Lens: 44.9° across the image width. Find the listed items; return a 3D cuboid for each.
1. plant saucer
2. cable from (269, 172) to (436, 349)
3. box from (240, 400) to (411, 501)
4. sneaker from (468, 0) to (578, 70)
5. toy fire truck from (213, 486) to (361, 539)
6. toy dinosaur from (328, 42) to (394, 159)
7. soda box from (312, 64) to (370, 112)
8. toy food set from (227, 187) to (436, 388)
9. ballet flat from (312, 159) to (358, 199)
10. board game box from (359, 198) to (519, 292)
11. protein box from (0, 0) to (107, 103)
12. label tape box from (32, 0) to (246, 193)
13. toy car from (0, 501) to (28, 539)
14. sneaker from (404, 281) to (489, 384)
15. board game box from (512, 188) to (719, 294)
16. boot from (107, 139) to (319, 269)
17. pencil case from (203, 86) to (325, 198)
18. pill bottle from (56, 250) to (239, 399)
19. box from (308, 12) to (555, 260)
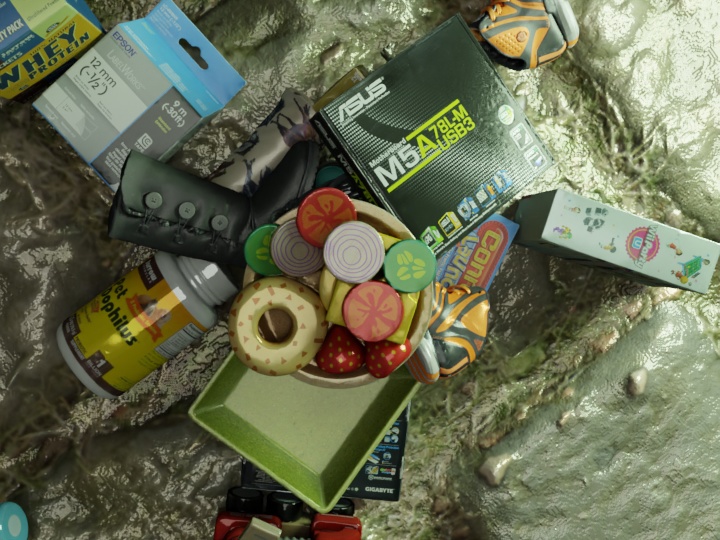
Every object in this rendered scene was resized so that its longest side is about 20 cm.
[{"bbox_3d":[-0.061,0.140,1.009,0.199,0.048,0.201,37,89,-3],"label":"plant saucer"},{"bbox_3d":[0.000,0.000,0.927,0.162,0.051,0.201,-23,91,-14],"label":"cable"},{"bbox_3d":[-0.041,0.192,1.067,0.198,0.046,0.160,6,94,-4],"label":"box"},{"bbox_3d":[0.165,-0.328,1.016,0.112,0.078,0.201,-29,96,-2],"label":"sneaker"},{"bbox_3d":[-0.083,0.315,0.997,0.174,0.200,0.130,7,95,-4],"label":"toy fire truck"},{"bbox_3d":[0.045,-0.194,1.017,0.200,0.077,0.102,-42,75,-13],"label":"toy dinosaur"},{"bbox_3d":[0.037,-0.130,0.971,0.068,0.064,0.200,-38,98,16],"label":"soda box"},{"bbox_3d":[-0.025,0.022,0.864,0.198,0.049,0.199,17,100,-2],"label":"toy food set"},{"bbox_3d":[-0.024,-0.022,0.981,0.067,0.064,0.202,-1,83,7],"label":"ballet flat"},{"bbox_3d":[0.059,-0.011,1.053,0.195,0.056,0.201,26,92,-5],"label":"board game box"},{"bbox_3d":[-0.396,-0.307,0.927,0.135,0.200,0.199,-35,96,0],"label":"protein box"},{"bbox_3d":[-0.253,-0.205,1.013,0.200,0.066,0.143,-43,96,2],"label":"label tape box"},{"bbox_3d":[-0.464,0.400,1.024,0.183,0.177,0.201,-14,125,10],"label":"toy car"},{"bbox_3d":[0.074,0.023,0.998,0.111,0.078,0.201,-22,82,-23],"label":"sneaker"},{"bbox_3d":[0.291,-0.033,1.021,0.199,0.148,0.065,18,91,-5],"label":"board game box"},{"bbox_3d":[-0.158,-0.090,0.944,0.199,0.066,0.166,17,93,-13],"label":"boot"},{"bbox_3d":[-0.121,-0.122,1.023,0.200,0.089,0.078,-45,124,1],"label":"pencil case"},{"bbox_3d":[-0.242,0.051,1.011,0.199,0.109,0.110,-37,96,-1],"label":"pill bottle"},{"bbox_3d":[0.079,-0.136,0.915,0.200,0.047,0.194,-37,100,-19],"label":"box"}]
